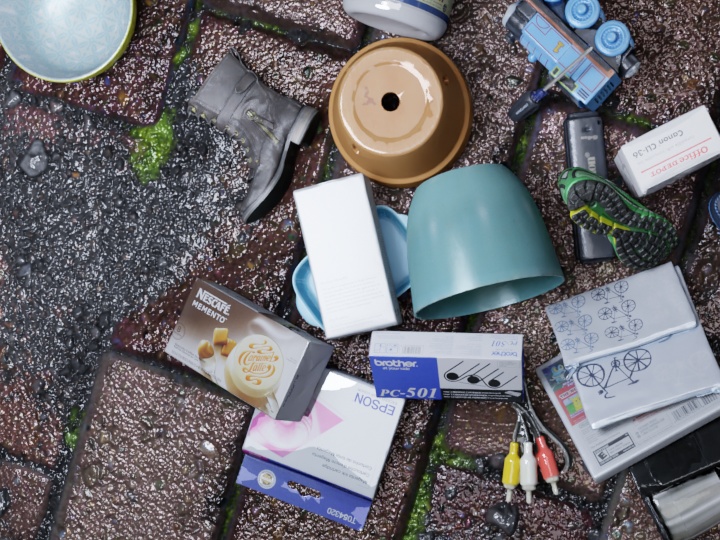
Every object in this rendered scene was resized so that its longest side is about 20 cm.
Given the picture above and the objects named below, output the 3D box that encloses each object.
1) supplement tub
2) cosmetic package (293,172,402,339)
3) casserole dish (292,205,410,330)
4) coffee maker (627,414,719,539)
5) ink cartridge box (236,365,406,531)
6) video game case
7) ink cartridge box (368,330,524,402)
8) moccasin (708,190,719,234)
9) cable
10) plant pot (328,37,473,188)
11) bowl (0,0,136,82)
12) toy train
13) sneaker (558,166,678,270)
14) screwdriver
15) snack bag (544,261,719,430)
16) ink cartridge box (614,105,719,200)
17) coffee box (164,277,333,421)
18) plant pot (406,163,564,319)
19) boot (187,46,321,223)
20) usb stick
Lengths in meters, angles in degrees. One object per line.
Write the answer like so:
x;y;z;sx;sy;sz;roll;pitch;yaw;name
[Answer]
0.067;-0.418;1.624;0.143;0.145;0.203;16;93;8;supplement tub
-0.016;-0.018;1.640;0.100;0.074;0.203;-12;86;8;cosmetic package
0.000;0.000;1.691;0.199;0.039;0.122;-38;85;8;casserole dish
0.440;0.231;1.580;0.198;0.135;0.194;-26;86;7;coffee maker
-0.057;0.234;1.700;0.194;0.043;0.203;19;92;7;ink cartridge box
0.349;0.151;1.598;0.198;0.023;0.183;-30;51;7;video game case
0.114;0.126;1.623;0.197;0.095;0.045;1;49;11;ink cartridge box
0.539;-0.038;1.596;0.199;0.068;0.081;38;95;7;moccasin
0.224;0.205;1.653;0.096;0.050;0.203;-10;89;11;cable
0.048;-0.213;1.632;0.197;0.140;0.203;0;91;8;plant pot
-0.392;-0.354;1.711;0.197;0.108;0.203;0;91;8;bowl
0.271;-0.306;1.620;0.114;0.087;0.200;-47;76;11;toy train
0.334;-0.074;1.597;0.199;0.086;0.078;35;112;-29;sneaker
0.245;-0.235;1.586;0.028;0.200;0.030;-6;79;-24;screwdriver
0.350;0.097;1.597;0.186;0.021;0.202;-19;53;9;snack bag
0.387;-0.146;1.551;0.115;0.200;0.068;-27;87;7;ink cartridge box
-0.150;0.105;1.664;0.199;0.080;0.116;28;95;26;coffee box
0.147;-0.041;1.597;0.198;0.201;0.163;-15;78;8;plant pot
-0.164;-0.185;1.706;0.173;0.069;0.202;29;87;10;boot
0.304;-0.109;1.648;0.055;0.033;0.203;-5;89;4;usb stick
